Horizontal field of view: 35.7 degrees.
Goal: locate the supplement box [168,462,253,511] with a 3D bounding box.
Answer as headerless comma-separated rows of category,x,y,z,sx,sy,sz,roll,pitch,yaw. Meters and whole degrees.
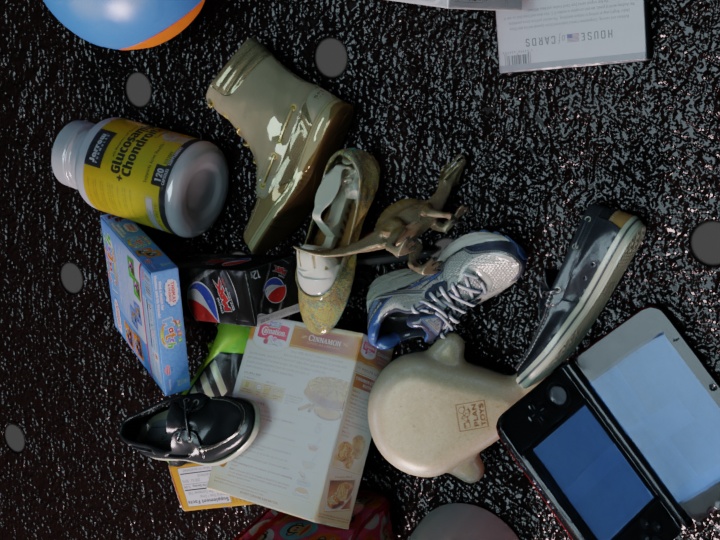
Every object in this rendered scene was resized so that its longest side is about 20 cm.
supplement box,-0.132,0.240,1.343,0.198,0.066,0.070,-10,98,32

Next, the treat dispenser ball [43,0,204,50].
treat dispenser ball,-0.253,-0.339,1.198,0.199,0.200,0.204,7,105,28

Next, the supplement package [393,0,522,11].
supplement package,0.071,-0.351,1.037,0.155,0.110,0.203,21,112,43

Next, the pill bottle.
pill bottle,-0.260,-0.115,1.307,0.198,0.112,0.113,17,110,25

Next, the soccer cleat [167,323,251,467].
soccer cleat,-0.167,0.151,1.322,0.080,0.067,0.202,28,96,14

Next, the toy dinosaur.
toy dinosaur,0.040,-0.038,1.133,0.101,0.199,0.059,50,170,51

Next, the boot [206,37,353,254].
boot,-0.112,-0.136,1.238,0.155,0.073,0.201,37,116,17

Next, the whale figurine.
whale figurine,0.107,0.140,1.176,0.197,0.104,0.161,-11,96,7

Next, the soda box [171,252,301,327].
soda box,-0.154,0.019,1.265,0.199,0.070,0.064,2,106,51

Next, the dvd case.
dvd case,0.194,-0.293,1.050,0.149,0.025,0.203,1,102,30

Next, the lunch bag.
lunch bag,-0.069,0.316,1.247,0.174,0.200,0.083,-3,105,29

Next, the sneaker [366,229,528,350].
sneaker,0.086,0.032,1.142,0.199,0.086,0.077,-28,119,35

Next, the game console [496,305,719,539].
game console,0.261,0.169,1.068,0.201,0.172,0.119,54,147,7

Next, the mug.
mug,0.083,0.364,1.195,0.148,0.153,0.188,26,114,22

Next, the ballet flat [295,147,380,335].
ballet flat,-0.034,-0.034,1.182,0.070,0.071,0.202,16,87,26

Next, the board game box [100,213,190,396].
board game box,-0.254,0.034,1.311,0.200,0.036,0.153,36,134,54

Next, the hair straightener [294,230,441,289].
hair straightener,0.000,0.000,1.220,0.198,0.041,0.078,-17,93,27

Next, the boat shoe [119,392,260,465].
boat shoe,-0.193,0.170,1.228,0.198,0.066,0.075,-8,65,44

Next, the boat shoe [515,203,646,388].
boat shoe,0.202,0.025,1.091,0.062,0.074,0.201,35,108,21

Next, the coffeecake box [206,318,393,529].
coffeecake box,-0.066,0.162,1.225,0.152,0.073,0.202,8,78,35
